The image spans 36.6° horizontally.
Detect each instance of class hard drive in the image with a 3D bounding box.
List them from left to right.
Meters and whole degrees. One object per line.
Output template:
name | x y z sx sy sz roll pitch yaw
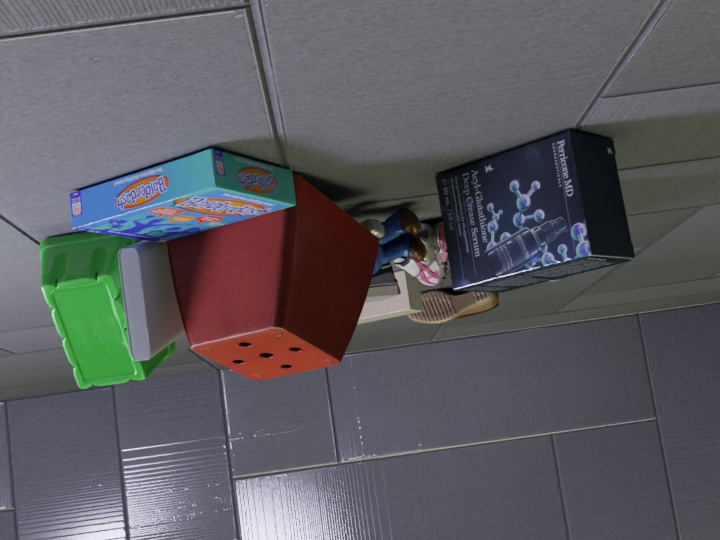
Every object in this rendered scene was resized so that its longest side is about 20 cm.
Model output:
hard drive | -0.248 0.025 1.349 0.027 0.132 0.200 -5 -172 7

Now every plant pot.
plant pot | -0.110 0.023 1.325 0.200 0.177 0.200 -14 150 29

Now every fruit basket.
fruit basket | -0.320 0.029 1.439 0.155 0.216 0.216 -9 170 6

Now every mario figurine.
mario figurine | 0.000 0.000 1.479 0.200 0.124 0.106 -28 -172 -11

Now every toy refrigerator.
toy refrigerator | 0.014 0.058 2.078 0.200 0.076 0.070 -13 169 26

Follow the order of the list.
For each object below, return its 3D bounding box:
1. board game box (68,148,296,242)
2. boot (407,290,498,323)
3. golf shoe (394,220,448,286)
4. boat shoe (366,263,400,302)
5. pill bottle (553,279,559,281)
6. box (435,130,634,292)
board game box | -0.195 -0.079 1.208 0.200 0.045 0.152 -14 169 29
boot | 0.206 0.083 2.384 0.200 0.072 0.166 -13 168 7
golf shoe | 0.091 -0.027 1.683 0.092 0.073 0.200 -2 160 2
boat shoe | -0.030 0.004 1.668 0.200 0.093 0.075 -4 169 -43
pill bottle | 0.290 -0.045 1.600 0.111 0.111 0.200 -6 170 -13
box | 0.207 -0.065 1.311 0.200 0.149 0.107 -17 167 40
